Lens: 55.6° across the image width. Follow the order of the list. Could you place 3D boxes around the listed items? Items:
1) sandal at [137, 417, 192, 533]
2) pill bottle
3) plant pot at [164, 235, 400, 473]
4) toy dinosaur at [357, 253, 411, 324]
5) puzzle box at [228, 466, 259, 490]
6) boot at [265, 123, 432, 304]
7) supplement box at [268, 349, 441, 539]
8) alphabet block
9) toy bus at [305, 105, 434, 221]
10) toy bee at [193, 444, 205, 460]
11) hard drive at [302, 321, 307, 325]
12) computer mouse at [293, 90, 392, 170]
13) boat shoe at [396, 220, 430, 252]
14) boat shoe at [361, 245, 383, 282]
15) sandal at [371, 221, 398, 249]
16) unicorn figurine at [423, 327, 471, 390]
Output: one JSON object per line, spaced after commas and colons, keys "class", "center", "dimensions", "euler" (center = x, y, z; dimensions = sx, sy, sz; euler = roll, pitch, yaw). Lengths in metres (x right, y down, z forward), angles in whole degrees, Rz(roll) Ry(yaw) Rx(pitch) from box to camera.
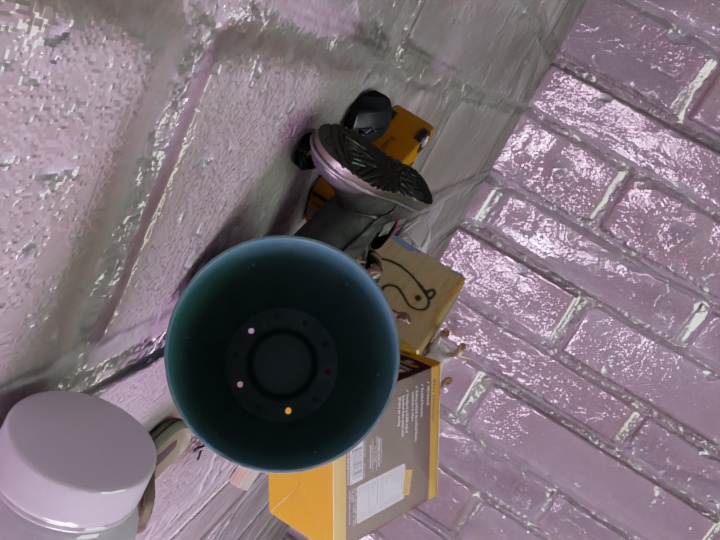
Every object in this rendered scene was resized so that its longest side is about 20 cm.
{"class": "sandal", "center": [-0.226, 0.226, 0.686], "dimensions": [0.201, 0.057, 0.080], "euler": [-47, 165, -50]}
{"class": "pill bottle", "center": [-0.218, 0.190, 0.451], "dimensions": [0.201, 0.113, 0.114], "euler": [-61, 170, 13]}
{"class": "plant pot", "center": [-0.074, 0.083, 0.654], "dimensions": [0.201, 0.200, 0.161], "euler": [-56, 180, -14]}
{"class": "toy dinosaur", "center": [-0.030, 0.049, 0.889], "dimensions": [0.135, 0.086, 0.200], "euler": [-34, 138, 20]}
{"class": "puzzle box", "center": [-0.181, 0.334, 1.337], "dimensions": [0.201, 0.025, 0.133], "euler": [-56, 170, -19]}
{"class": "boot", "center": [-0.044, -0.045, 0.700], "dimensions": [0.199, 0.073, 0.181], "euler": [-32, 144, 28]}
{"class": "supplement box", "center": [-0.006, 0.222, 0.913], "dimensions": [0.199, 0.132, 0.199], "euler": [-11, 106, -44]}
{"class": "alphabet block", "center": [0.038, 0.083, 1.196], "dimensions": [0.200, 0.194, 0.197], "euler": [-52, 166, -41]}
{"class": "toy bus", "center": [0.016, -0.121, 0.832], "dimensions": [0.200, 0.065, 0.079], "euler": [-51, 167, -40]}
{"class": "toy bee", "center": [-0.141, 0.225, 0.948], "dimensions": [0.200, 0.109, 0.131], "euler": [-45, -171, -39]}
{"class": "hard drive", "center": [-0.094, 0.079, 0.953], "dimensions": [0.136, 0.042, 0.200], "euler": [-64, 170, 27]}
{"class": "computer mouse", "center": [-0.011, -0.144, 0.724], "dimensions": [0.200, 0.034, 0.059], "euler": [-46, 165, -51]}
{"class": "boat shoe", "center": [0.094, -0.042, 1.451], "dimensions": [0.200, 0.071, 0.069], "euler": [-52, 170, -29]}
{"class": "boat shoe", "center": [0.000, -0.001, 0.958], "dimensions": [0.201, 0.065, 0.072], "euler": [73, 21, -55]}
{"class": "sandal", "center": [0.020, -0.061, 1.010], "dimensions": [0.075, 0.045, 0.201], "euler": [22, 104, -39]}
{"class": "unicorn figurine", "center": [0.125, 0.155, 1.120], "dimensions": [0.200, 0.074, 0.137], "euler": [-37, 170, -29]}
